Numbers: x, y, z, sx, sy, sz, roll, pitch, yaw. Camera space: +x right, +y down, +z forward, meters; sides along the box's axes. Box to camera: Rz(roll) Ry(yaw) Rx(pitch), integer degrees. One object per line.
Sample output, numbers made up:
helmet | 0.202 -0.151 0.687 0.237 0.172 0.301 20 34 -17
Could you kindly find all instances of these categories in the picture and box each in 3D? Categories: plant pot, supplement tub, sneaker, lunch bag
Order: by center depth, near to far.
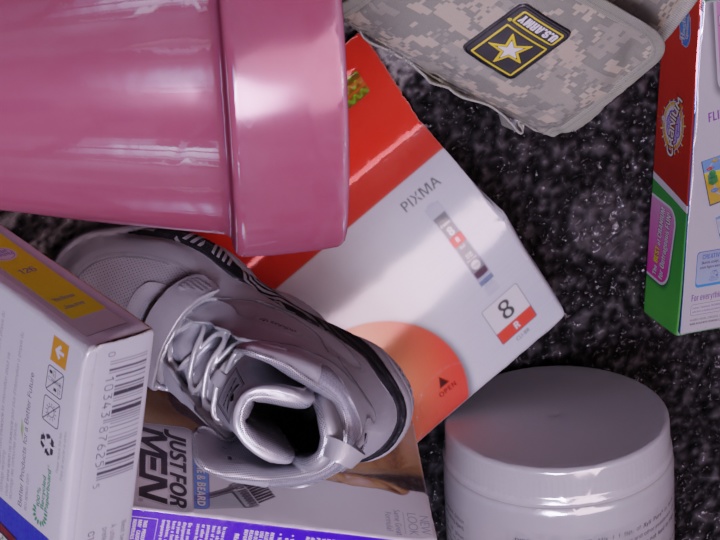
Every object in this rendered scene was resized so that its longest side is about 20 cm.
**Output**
plant pot | -0.102 -0.100 0.910 0.177 0.200 0.202 -6 113 -6
sneaker | -0.072 0.040 0.970 0.199 0.115 0.076 27 102 6
lunch bag | 0.090 -0.175 1.001 0.163 0.118 0.201 24 102 -34
supplement tub | 0.114 0.171 1.141 0.131 0.132 0.202 -12 115 -20

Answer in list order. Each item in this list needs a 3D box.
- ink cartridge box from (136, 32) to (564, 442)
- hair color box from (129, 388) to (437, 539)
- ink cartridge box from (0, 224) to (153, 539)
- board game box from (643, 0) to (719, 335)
ink cartridge box | 0.000 0.000 1.068 0.162 0.050 0.200 -40 124 -6
hair color box | -0.068 0.118 1.016 0.198 0.110 0.065 9 118 -11
ink cartridge box | -0.178 0.076 0.929 0.047 0.200 0.199 -14 124 -39
board game box | 0.244 -0.072 1.157 0.152 0.040 0.202 -8 113 -22
